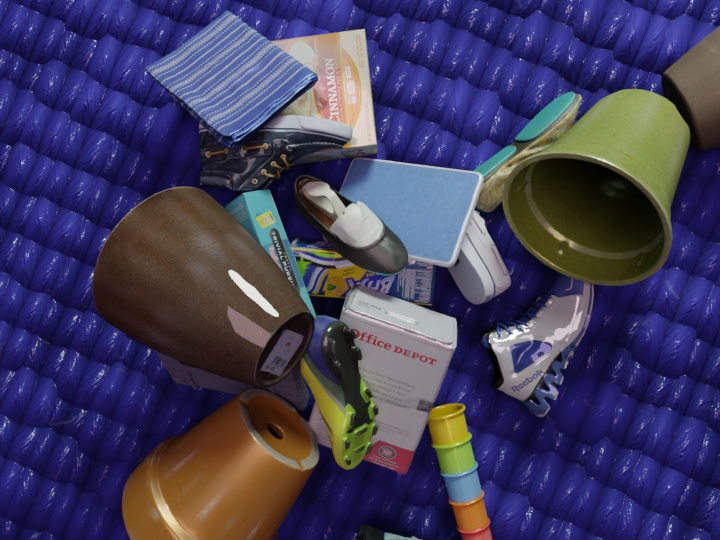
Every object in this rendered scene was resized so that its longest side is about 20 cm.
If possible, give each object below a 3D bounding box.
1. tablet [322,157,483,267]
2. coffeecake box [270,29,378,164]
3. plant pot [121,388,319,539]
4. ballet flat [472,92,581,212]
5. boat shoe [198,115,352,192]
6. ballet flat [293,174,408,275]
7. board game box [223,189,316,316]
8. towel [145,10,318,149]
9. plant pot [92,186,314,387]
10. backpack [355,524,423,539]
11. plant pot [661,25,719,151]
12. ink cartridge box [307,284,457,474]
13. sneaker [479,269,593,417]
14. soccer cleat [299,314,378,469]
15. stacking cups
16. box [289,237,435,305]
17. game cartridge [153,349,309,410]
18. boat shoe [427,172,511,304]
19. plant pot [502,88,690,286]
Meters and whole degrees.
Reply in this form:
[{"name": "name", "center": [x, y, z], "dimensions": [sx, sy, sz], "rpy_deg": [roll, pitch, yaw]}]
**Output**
[{"name": "tablet", "center": [0.051, -0.081, 0.801], "dimensions": [0.198, 0.014, 0.131], "rpy_deg": [13, 75, 30]}, {"name": "coffeecake box", "center": [-0.082, -0.229, 0.836], "dimensions": [0.198, 0.073, 0.155], "rpy_deg": [-6, 90, 4]}, {"name": "plant pot", "center": [-0.154, 0.253, 0.755], "dimensions": [0.200, 0.200, 0.184], "rpy_deg": [42, 102, 3]}, {"name": "ballet flat", "center": [0.226, -0.154, 0.828], "dimensions": [0.200, 0.071, 0.071], "rpy_deg": [-41, 87, 1]}, {"name": "boat shoe", "center": [-0.108, -0.143, 0.771], "dimensions": [0.198, 0.071, 0.092], "rpy_deg": [3, 93, 10]}, {"name": "ballet flat", "center": [-0.023, -0.063, 0.778], "dimensions": [0.068, 0.069, 0.199], "rpy_deg": [-44, 55, -16]}, {"name": "board game box", "center": [-0.144, 0.016, 0.808], "dimensions": [0.150, 0.047, 0.202], "rpy_deg": [-22, 88, 43]}, {"name": "towel", "center": [-0.164, -0.245, 0.764], "dimensions": [0.145, 0.024, 0.200], "rpy_deg": [-42, 63, -13]}, {"name": "plant pot", "center": [-0.154, 0.036, 0.678], "dimensions": [0.199, 0.187, 0.188], "rpy_deg": [32, 91, 23]}, {"name": "backpack", "center": [0.089, 0.422, 0.761], "dimensions": [0.198, 0.154, 0.165], "rpy_deg": [12, 83, -10]}, {"name": "plant pot", "center": [0.485, -0.239, 0.760], "dimensions": [0.174, 0.200, 0.202], "rpy_deg": [-26, 88, 19]}, {"name": "ink cartridge box", "center": [0.026, 0.138, 0.789], "dimensions": [0.144, 0.085, 0.202], "rpy_deg": [19, 114, 3]}, {"name": "sneaker", "center": [0.223, 0.083, 0.812], "dimensions": [0.114, 0.081, 0.201], "rpy_deg": [20, 92, 1]}, {"name": "soccer cleat", "center": [-0.031, 0.145, 0.735], "dimensions": [0.083, 0.064, 0.202], "rpy_deg": [11, 119, 42]}, {"name": "stacking cups", "center": [0.133, 0.286, 0.828], "dimensions": [0.060, 0.061, 0.202], "rpy_deg": [-12, 91, 3]}, {"name": "box", "center": [0.000, 0.000, 0.824], "dimensions": [0.198, 0.070, 0.065], "rpy_deg": [5, 105, 3]}, {"name": "game cartridge", "center": [-0.172, 0.125, 0.797], "dimensions": [0.198, 0.130, 0.039], "rpy_deg": [9, 57, 14]}, {"name": "boat shoe", "center": [0.136, -0.053, 0.831], "dimensions": [0.065, 0.074, 0.202], "rpy_deg": [-20, 82, -28]}, {"name": "plant pot", "center": [0.306, -0.117, 0.751], "dimensions": [0.200, 0.201, 0.185], "rpy_deg": [39, 64, 3]}]
